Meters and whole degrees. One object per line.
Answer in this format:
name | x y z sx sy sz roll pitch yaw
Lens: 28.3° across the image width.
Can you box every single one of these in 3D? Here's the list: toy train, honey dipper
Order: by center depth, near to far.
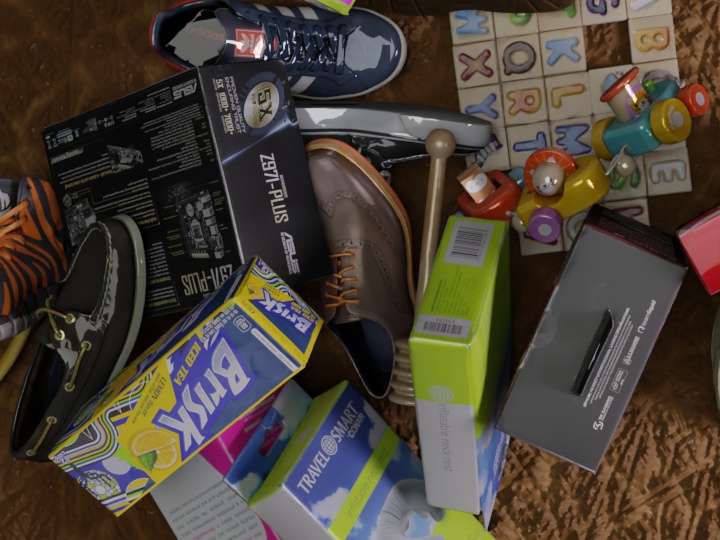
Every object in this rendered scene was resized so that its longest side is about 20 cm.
toy train | 0.144 -0.088 1.009 0.200 0.150 0.056 -36 108 5
honey dipper | 0.050 -0.002 1.036 0.038 0.038 0.201 8 94 12

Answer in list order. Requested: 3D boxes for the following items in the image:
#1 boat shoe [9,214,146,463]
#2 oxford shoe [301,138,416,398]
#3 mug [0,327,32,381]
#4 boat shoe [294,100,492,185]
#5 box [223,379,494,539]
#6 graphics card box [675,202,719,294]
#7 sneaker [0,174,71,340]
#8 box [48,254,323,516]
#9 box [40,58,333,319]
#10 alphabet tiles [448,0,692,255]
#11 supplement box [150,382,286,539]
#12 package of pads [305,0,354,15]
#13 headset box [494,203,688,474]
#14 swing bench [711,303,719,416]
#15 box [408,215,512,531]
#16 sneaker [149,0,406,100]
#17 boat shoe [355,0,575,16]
boat shoe | -0.209 0.054 1.047 0.072 0.060 0.202 38 118 46
oxford shoe | 0.000 0.000 1.053 0.071 0.073 0.200 -12 112 31
mug | -0.378 0.028 1.142 0.186 0.149 0.153 39 108 14
boat shoe | -0.001 -0.091 1.082 0.199 0.074 0.068 2 102 6
box | 0.005 0.177 1.040 0.200 0.122 0.048 47 130 -11
graphics card box | 0.276 -0.037 0.959 0.125 0.200 0.051 -30 87 11
sneaker | -0.280 -0.009 1.072 0.077 0.200 0.112 -9 100 20
box | -0.120 0.081 0.975 0.070 0.064 0.200 44 117 -12
box | -0.132 -0.053 1.063 0.200 0.086 0.164 -13 90 44
alphabet tiles | 0.159 -0.116 1.079 0.167 0.008 0.201 -7 92 13
supplement box | -0.092 0.150 1.087 0.101 0.103 0.200 -34 85 39
package of pads | -0.036 -0.280 1.021 0.068 0.200 0.155 20 107 -33
headset box | 0.160 0.041 0.985 0.077 0.200 0.149 23 100 7
swing bench | 0.322 0.036 0.954 0.200 0.199 0.130 -23 88 12
box | 0.075 0.075 1.002 0.048 0.122 0.200 7 136 15
sneaker | -0.067 -0.170 1.086 0.199 0.085 0.075 3 94 12
boat shoe | 0.065 -0.232 1.066 0.199 0.073 0.063 6 71 7
